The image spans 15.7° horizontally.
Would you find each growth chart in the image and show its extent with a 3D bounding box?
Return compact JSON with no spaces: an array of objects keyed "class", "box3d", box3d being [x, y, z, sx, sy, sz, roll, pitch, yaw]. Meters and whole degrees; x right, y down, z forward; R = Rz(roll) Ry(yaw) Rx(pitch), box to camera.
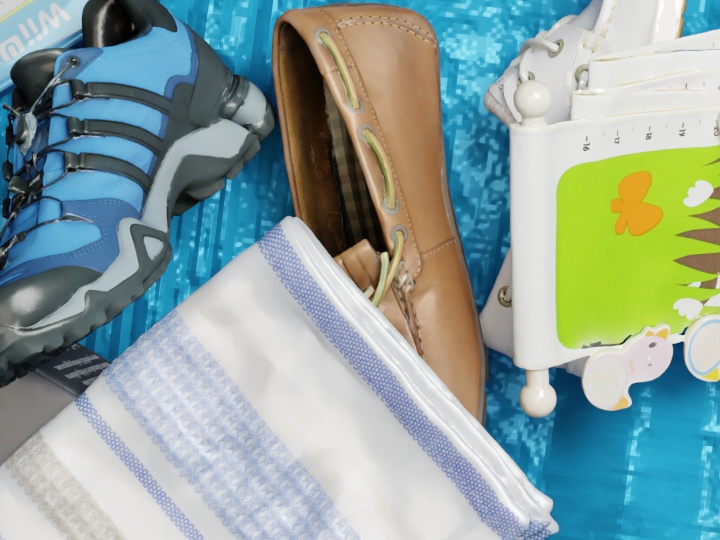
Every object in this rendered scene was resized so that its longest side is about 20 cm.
[{"class":"growth chart","box3d":[0.140,-0.029,0.956,0.200,0.018,0.145,-18,113,-16]}]

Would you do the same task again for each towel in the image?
[{"class":"towel","box3d":[-0.049,0.095,0.918,0.200,0.024,0.147,-40,87,7]}]

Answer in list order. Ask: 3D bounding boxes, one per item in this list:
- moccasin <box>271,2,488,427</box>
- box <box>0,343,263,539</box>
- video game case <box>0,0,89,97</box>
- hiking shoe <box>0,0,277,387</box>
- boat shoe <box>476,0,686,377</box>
[{"class":"moccasin","box3d":[0.001,0.000,0.978,0.078,0.074,0.202,-6,94,-37]},{"class":"box","box3d":[-0.147,0.097,0.993,0.200,0.107,0.149,31,95,4]},{"class":"video game case","box3d":[-0.174,-0.167,1.028,0.143,0.018,0.200,-31,89,6]},{"class":"hiking shoe","box3d":[-0.107,-0.032,0.943,0.074,0.200,0.087,-32,105,34]},{"class":"boat shoe","box3d":[0.080,-0.061,0.979,0.069,0.071,0.201,11,95,5]}]
